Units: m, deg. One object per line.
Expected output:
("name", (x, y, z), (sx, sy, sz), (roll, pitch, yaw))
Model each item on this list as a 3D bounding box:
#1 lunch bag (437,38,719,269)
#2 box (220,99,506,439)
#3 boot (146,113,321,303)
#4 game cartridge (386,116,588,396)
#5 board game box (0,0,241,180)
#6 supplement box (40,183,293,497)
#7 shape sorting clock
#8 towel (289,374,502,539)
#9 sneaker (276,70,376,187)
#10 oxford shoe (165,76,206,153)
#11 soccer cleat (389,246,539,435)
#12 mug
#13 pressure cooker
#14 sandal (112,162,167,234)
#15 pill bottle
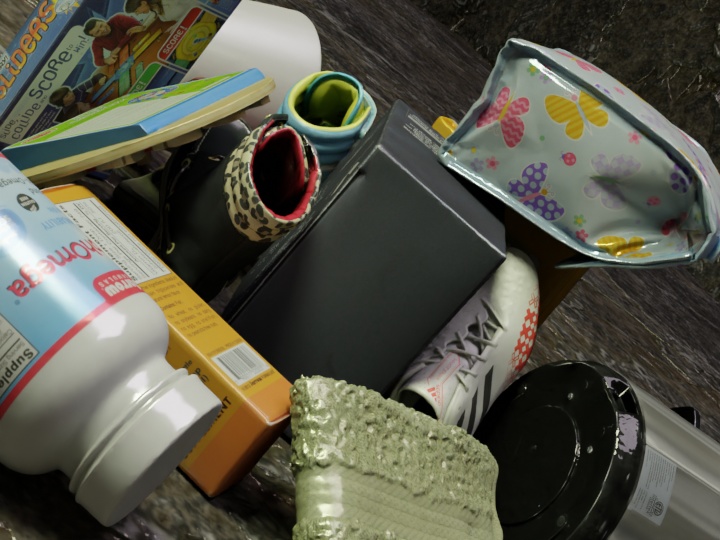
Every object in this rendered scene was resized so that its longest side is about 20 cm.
("lunch bag", (0.175, -0.068, 1.012), (0.199, 0.128, 0.169), (34, 16, 11))
("box", (0.000, 0.000, 1.007), (0.117, 0.197, 0.200), (40, 16, -6))
("boot", (-0.079, -0.062, 0.952), (0.073, 0.154, 0.204), (34, 43, -19))
("game cartridge", (0.065, 0.007, 1.134), (0.176, 0.200, 0.032), (47, 21, 25))
("board game box", (-0.180, -0.164, 1.018), (0.034, 0.200, 0.135), (48, 17, 28))
("supplement box", (-0.130, 0.038, 0.836), (0.200, 0.067, 0.069), (43, 18, 10))
("shape sorting clock", (-0.150, -0.091, 0.947), (0.200, 0.198, 0.040), (-80, 155, -72))
("towel", (0.028, 0.149, 0.845), (0.199, 0.036, 0.150), (28, 50, -46))
("sneaker", (-0.009, -0.104, 1.148), (0.079, 0.131, 0.200), (41, 30, 18))
("oxford shoe", (-0.163, -0.121, 1.139), (0.073, 0.071, 0.200), (-14, 20, -27))
("soccer cleat", (0.064, 0.072, 0.967), (0.068, 0.201, 0.085), (27, -4, 25))
("mug", (-0.154, -0.194, 1.355), (0.152, 0.186, 0.151), (14, 62, -41))
("pressure cooker", (0.183, 0.180, 0.984), (0.199, 0.176, 0.179), (32, 14, -27))
("sandal", (-0.138, -0.062, 1.109), (0.080, 0.057, 0.201), (40, 15, -2))
("pill bottle", (-0.167, 0.027, 0.694), (0.200, 0.109, 0.109), (42, 15, 6))
